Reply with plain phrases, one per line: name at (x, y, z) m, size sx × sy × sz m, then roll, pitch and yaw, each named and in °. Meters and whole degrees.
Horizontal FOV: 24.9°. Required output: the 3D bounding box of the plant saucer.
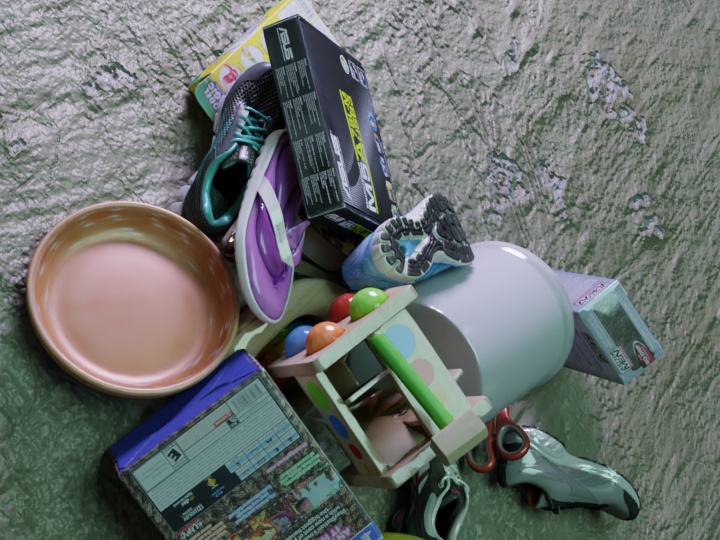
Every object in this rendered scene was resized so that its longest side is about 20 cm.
plant saucer at (-0.212, 0.030, 1.513) m, size 0.199 × 0.037 × 0.201 m, roll 10°, pitch 59°, yaw -17°

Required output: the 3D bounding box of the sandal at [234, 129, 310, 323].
sandal at (-0.075, -0.050, 1.541) m, size 0.082 × 0.050 × 0.204 m, roll 35°, pitch 51°, yaw -45°

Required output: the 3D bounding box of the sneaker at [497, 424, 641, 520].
sneaker at (0.230, 0.244, 1.843) m, size 0.200 × 0.074 × 0.080 m, roll 28°, pitch 69°, yaw -24°

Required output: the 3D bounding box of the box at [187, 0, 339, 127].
box at (-0.095, -0.193, 1.715) m, size 0.118 × 0.048 × 0.200 m, roll 54°, pitch 47°, yaw -15°

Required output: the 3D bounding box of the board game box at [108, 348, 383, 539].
board game box at (-0.106, 0.203, 1.491) m, size 0.159 × 0.097 × 0.200 m, roll -36°, pitch 105°, yaw -7°

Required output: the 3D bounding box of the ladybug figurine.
ladybug figurine at (-0.087, 0.081, 1.596) m, size 0.200 × 0.072 × 0.136 m, roll -40°, pitch 127°, yaw -28°

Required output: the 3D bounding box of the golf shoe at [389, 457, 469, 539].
golf shoe at (0.083, 0.221, 1.706) m, size 0.077 × 0.088 × 0.201 m, roll 25°, pitch 58°, yaw -31°

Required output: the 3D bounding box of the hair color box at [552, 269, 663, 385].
hair color box at (0.250, 0.060, 1.823) m, size 0.061 × 0.200 × 0.099 m, roll -37°, pitch 102°, yaw -10°

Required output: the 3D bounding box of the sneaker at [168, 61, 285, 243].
sneaker at (-0.115, -0.114, 1.602) m, size 0.077 × 0.091 × 0.201 m, roll 25°, pitch 80°, yaw -18°

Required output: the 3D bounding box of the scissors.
scissors at (0.147, 0.140, 1.827) m, size 0.014 × 0.073 × 0.201 m, roll 62°, pitch 18°, yaw -44°

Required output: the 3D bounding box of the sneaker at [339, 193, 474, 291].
sneaker at (0.041, -0.022, 1.630) m, size 0.200 × 0.090 × 0.079 m, roll -14°, pitch 79°, yaw -59°

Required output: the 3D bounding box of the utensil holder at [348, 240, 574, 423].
utensil holder at (0.105, 0.075, 1.690) m, size 0.200 × 0.169 × 0.171 m, roll -27°, pitch 94°, yaw -55°

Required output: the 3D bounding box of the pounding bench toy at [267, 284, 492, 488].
pounding bench toy at (0.026, 0.098, 1.484) m, size 0.124 × 0.200 × 0.156 m, roll -37°, pitch 99°, yaw -22°

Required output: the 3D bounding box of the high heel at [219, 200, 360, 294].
high heel at (-0.055, -0.010, 1.619) m, size 0.143 × 0.071 × 0.200 m, roll 44°, pitch 24°, yaw 5°

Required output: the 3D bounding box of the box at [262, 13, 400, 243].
box at (-0.024, -0.134, 1.631) m, size 0.193 × 0.047 × 0.201 m, roll 28°, pitch 46°, yaw -70°

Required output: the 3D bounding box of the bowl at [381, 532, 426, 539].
bowl at (-0.018, 0.329, 1.556) m, size 0.107 × 0.201 × 0.200 m, roll 22°, pitch 51°, yaw 17°
